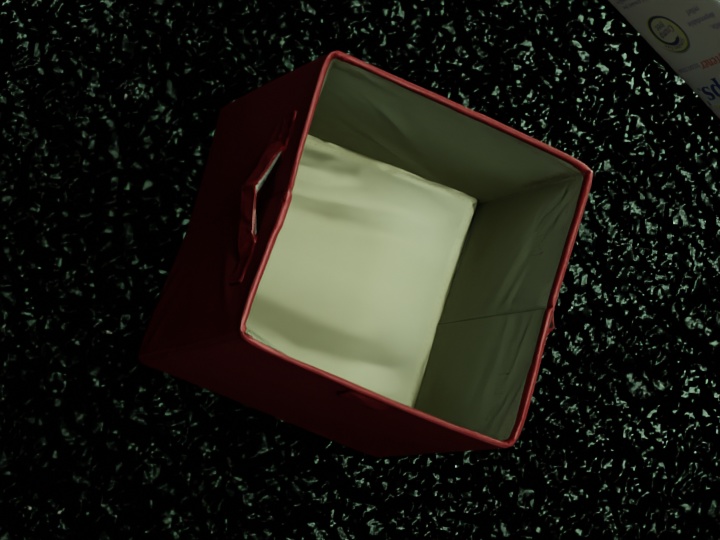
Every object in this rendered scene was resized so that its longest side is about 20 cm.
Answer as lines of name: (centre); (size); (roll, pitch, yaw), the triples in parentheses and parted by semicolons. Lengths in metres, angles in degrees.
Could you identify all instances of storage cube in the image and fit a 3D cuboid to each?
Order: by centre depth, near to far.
storage cube: (0.000, 0.000, 1.283); (0.199, 0.179, 0.172); (23, 75, -21)

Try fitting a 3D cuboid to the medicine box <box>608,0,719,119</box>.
medicine box: (0.260, -0.225, 1.468); (0.200, 0.103, 0.183); (44, 69, -13)
